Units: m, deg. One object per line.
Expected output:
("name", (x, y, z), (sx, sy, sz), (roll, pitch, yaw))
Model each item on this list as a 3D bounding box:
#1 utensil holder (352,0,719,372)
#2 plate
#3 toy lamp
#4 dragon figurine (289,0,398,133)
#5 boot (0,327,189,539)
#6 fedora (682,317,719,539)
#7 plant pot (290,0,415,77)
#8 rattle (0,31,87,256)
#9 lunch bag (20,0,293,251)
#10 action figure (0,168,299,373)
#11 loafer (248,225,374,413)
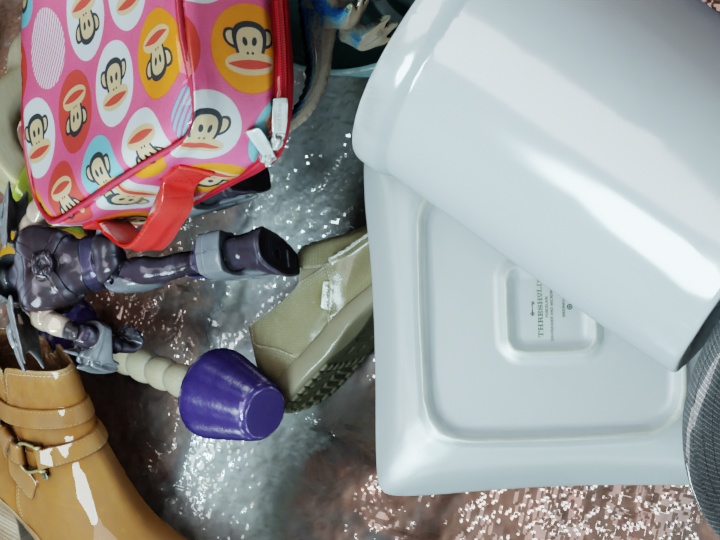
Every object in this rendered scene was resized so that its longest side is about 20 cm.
("utensil holder", (0.125, -0.069, 0.945), (0.200, 0.170, 0.170), (37, 103, 12))
("plate", (0.105, 0.022, 1.034), (0.200, 0.032, 0.200), (-2, 84, 0))
("toy lamp", (-0.126, 0.061, 1.157), (0.200, 0.058, 0.058), (17, 94, 41))
("dragon figurine", (-0.022, -0.168, 0.996), (0.099, 0.059, 0.200), (32, 99, 26))
("boot", (-0.169, 0.126, 1.158), (0.200, 0.074, 0.155), (15, 120, 31))
("fedora", (0.255, 0.063, 0.949), (0.177, 0.090, 0.200), (30, 98, 0))
("plant pot", (0.023, -0.202, 1.085), (0.200, 0.134, 0.200), (-3, 84, 27))
("rattle", (-0.195, -0.095, 1.249), (0.130, 0.143, 0.200), (-13, 61, -6))
("lunch bag", (-0.112, -0.098, 0.982), (0.200, 0.082, 0.176), (-20, 72, 54))
("action figure", (-0.143, -0.007, 1.107), (0.200, 0.069, 0.130), (-14, 86, 22))
("loafer", (0.000, 0.000, 1.112), (0.200, 0.076, 0.067), (-47, 73, 16))
